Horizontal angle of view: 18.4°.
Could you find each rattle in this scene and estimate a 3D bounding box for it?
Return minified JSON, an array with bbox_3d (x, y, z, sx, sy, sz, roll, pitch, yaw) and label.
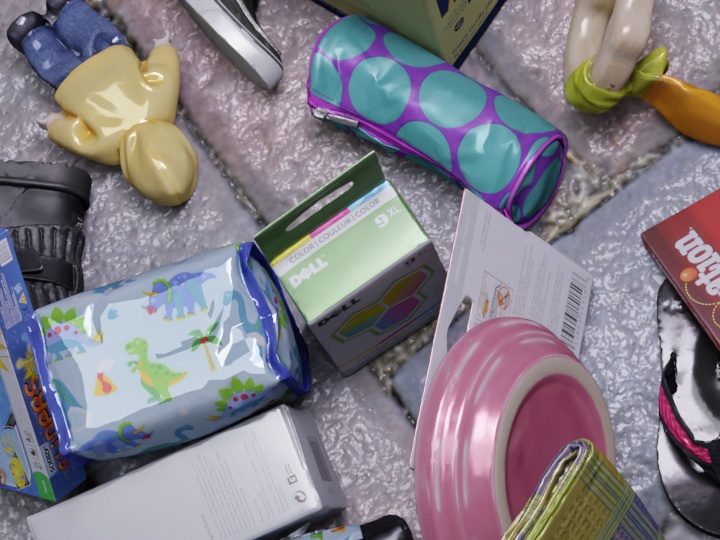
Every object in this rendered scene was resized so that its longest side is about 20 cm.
[{"bbox_3d":[0.223,-0.202,1.655,0.141,0.131,0.201,5,45,1],"label":"rattle"}]

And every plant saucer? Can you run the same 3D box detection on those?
[{"bbox_3d":[0.113,0.132,1.487,0.050,0.200,0.202,0,69,38],"label":"plant saucer"}]

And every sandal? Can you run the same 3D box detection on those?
[{"bbox_3d":[0.241,0.090,1.560,0.074,0.045,0.202,-8,70,7],"label":"sandal"}]

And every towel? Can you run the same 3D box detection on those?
[{"bbox_3d":[0.141,0.204,1.462,0.023,0.200,0.144,25,77,36],"label":"towel"}]

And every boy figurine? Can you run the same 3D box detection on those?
[{"bbox_3d":[-0.185,-0.133,1.707,0.124,0.064,0.200,-40,70,-5],"label":"boy figurine"}]

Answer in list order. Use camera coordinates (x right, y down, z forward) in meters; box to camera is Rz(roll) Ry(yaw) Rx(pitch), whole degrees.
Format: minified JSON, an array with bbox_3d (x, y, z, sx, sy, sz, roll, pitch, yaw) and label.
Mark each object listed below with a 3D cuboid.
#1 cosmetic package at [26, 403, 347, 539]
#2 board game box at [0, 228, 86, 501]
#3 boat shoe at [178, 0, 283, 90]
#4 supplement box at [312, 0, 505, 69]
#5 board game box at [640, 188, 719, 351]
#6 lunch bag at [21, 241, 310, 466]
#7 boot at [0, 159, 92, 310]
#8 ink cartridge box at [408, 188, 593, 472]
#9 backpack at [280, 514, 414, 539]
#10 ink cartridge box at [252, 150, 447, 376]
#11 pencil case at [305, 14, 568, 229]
[{"bbox_3d":[-0.119,0.169,1.551,0.198,0.113,0.082,-22,81,5],"label":"cosmetic package"},{"bbox_3d":[-0.277,0.060,1.575,0.135,0.202,0.034,8,32,40],"label":"board game box"},{"bbox_3d":[-0.112,-0.225,1.721,0.064,0.071,0.200,-38,67,-3],"label":"boat shoe"},{"bbox_3d":[0.011,-0.279,1.647,0.199,0.200,0.135,31,79,19],"label":"supplement box"},{"bbox_3d":[0.283,0.013,1.550,0.102,0.020,0.201,-30,44,0],"label":"board game box"},{"bbox_3d":[-0.127,0.064,1.555,0.169,0.200,0.129,-17,77,3],"label":"lunch bag"},{"bbox_3d":[-0.304,-0.001,1.674,0.209,0.080,0.159,0,71,10],"label":"boot"},{"bbox_3d":[0.086,0.067,1.529,0.043,0.173,0.202,-2,68,39],"label":"ink cartridge box"},{"bbox_3d":[-0.056,0.261,1.509,0.198,0.154,0.165,-12,88,-12],"label":"backpack"},{"bbox_3d":[0.000,0.000,1.552,0.103,0.200,0.060,-34,70,-2],"label":"ink cartridge box"},{"bbox_3d":[0.054,-0.108,1.643,0.199,0.085,0.093,30,63,19],"label":"pencil case"}]
